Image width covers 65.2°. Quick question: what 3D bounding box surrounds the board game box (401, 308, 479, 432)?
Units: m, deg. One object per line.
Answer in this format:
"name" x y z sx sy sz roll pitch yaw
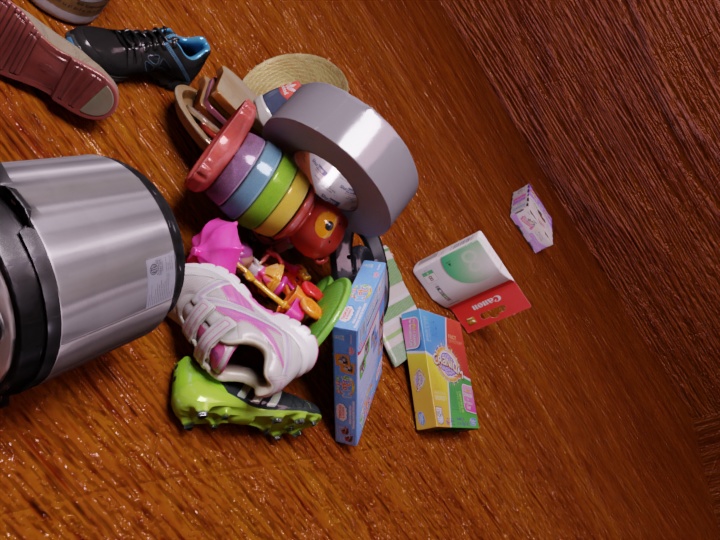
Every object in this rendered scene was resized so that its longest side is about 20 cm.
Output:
"board game box" 0.141 0.180 0.999 0.153 0.040 0.201 20 56 -50

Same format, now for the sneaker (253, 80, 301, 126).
"sneaker" -0.072 -0.198 0.832 0.075 0.084 0.200 65 10 29

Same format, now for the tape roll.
"tape roll" -0.026 -0.134 0.710 0.200 0.200 0.066 46 69 -23

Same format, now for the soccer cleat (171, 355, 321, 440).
"soccer cleat" -0.123 0.144 0.645 0.199 0.067 0.081 24 39 -44

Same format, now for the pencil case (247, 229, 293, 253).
"pencil case" -0.084 -0.078 0.860 0.094 0.091 0.200 60 28 9

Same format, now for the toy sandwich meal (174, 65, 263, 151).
"toy sandwich meal" -0.175 -0.206 0.802 0.205 0.070 0.205 46 15 -16

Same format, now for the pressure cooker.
"pressure cooker" -0.264 -0.001 0.442 0.177 0.178 0.200 62 30 -3

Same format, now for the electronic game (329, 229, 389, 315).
"electronic game" 0.000 0.000 0.886 0.200 0.041 0.202 -10 90 -69

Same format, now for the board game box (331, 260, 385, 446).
"board game box" 0.000 0.111 0.765 0.152 0.036 0.201 -64 158 -54

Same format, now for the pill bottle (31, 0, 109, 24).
"pill bottle" -0.319 -0.403 0.667 0.114 0.199 0.115 35 40 -35

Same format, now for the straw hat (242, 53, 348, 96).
"straw hat" -0.112 -0.269 0.967 0.085 0.200 0.202 85 -5 -61

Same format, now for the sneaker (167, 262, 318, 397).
"sneaker" -0.145 0.062 0.600 0.199 0.082 0.088 28 26 6

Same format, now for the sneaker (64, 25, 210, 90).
"sneaker" -0.287 -0.295 0.742 0.200 0.082 0.074 -22 83 -59

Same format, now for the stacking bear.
"stacking bear" -0.103 -0.089 0.697 0.200 0.114 0.122 37 70 -22

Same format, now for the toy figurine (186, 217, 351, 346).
"toy figurine" -0.127 0.006 0.711 0.184 0.150 0.200 40 14 -15

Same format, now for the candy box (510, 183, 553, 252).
"candy box" 0.599 -0.184 1.966 0.168 0.071 0.200 52 31 -15

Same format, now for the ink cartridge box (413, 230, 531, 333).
"ink cartridge box" 0.227 0.037 1.150 0.200 0.160 0.050 54 33 -12

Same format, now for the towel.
"towel" 0.050 0.058 1.010 0.152 0.023 0.201 -20 84 -58

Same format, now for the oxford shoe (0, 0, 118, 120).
"oxford shoe" -0.364 -0.243 0.622 0.200 0.070 0.075 39 11 -31
